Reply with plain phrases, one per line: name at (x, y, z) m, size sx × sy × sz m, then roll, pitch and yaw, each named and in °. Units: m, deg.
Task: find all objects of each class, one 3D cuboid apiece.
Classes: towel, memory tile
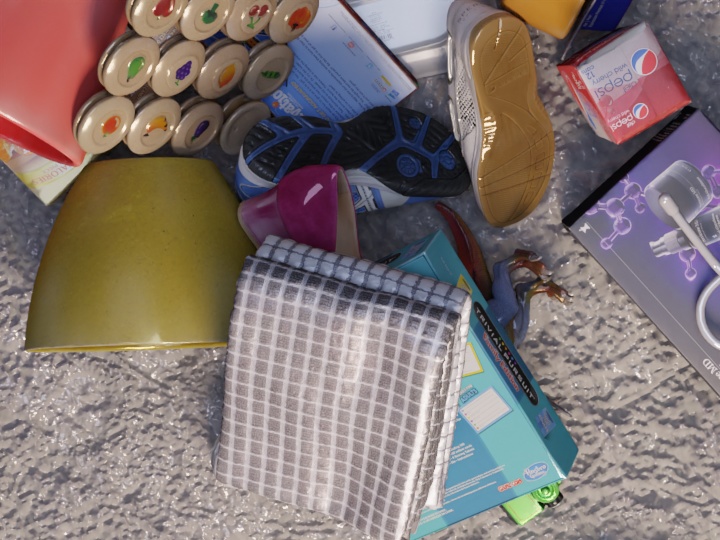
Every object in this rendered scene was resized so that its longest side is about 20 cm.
towel at (-0.016, 0.090, 1.473) m, size 0.165 × 0.086 × 0.201 m, roll 14°, pitch 118°, yaw 11°
memory tile at (-0.118, -0.149, 1.521) m, size 0.017 × 0.200 × 0.154 m, roll 42°, pitch 117°, yaw 28°

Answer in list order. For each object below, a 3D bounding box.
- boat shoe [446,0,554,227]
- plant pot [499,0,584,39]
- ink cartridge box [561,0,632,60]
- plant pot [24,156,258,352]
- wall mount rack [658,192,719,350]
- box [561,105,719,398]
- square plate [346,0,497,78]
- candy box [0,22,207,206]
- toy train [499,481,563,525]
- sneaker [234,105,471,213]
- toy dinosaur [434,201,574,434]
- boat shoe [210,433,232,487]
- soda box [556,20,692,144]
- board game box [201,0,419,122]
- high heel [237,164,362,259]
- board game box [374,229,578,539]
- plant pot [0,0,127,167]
boat shoe at (0.103, -0.126, 1.605) m, size 0.071 × 0.069 × 0.201 m, roll -24°, pitch 131°, yaw -18°
plant pot at (0.111, -0.302, 1.543) m, size 0.183 × 0.200 × 0.201 m, roll 24°, pitch 95°, yaw 0°
ink cartridge box at (0.207, -0.252, 1.551) m, size 0.037 × 0.095 × 0.200 m, roll 26°, pitch 61°, yaw 0°
plant pot at (-0.159, -0.012, 1.585) m, size 0.199 × 0.200 × 0.143 m, roll -2°, pitch 86°, yaw 1°
wall mount rack at (0.321, -0.033, 1.549) m, size 0.200 × 0.075 × 0.174 m, roll -43°, pitch 93°, yaw 1°
box at (0.277, -0.009, 1.628) m, size 0.141 × 0.079 × 0.200 m, roll -43°, pitch 93°, yaw 7°
square plate at (-0.001, -0.242, 1.636) m, size 0.199 × 0.028 × 0.199 m, roll -14°, pitch 94°, yaw 3°
candy box at (-0.215, -0.161, 1.634) m, size 0.200 × 0.055 × 0.115 m, roll -45°, pitch 93°, yaw 4°
toy train at (0.088, 0.120, 1.662) m, size 0.056 × 0.042 × 0.200 m, roll -39°, pitch 93°, yaw 15°
sneaker at (-0.008, -0.082, 1.624) m, size 0.199 × 0.077 × 0.076 m, roll 3°, pitch 64°, yaw -22°
toy dinosaur at (0.098, 0.078, 1.623) m, size 0.200 × 0.105 × 0.182 m, roll 32°, pitch 80°, yaw 26°
boat shoe at (-0.053, 0.091, 1.646) m, size 0.072 × 0.069 × 0.200 m, roll 44°, pitch 93°, yaw -1°
soda box at (0.196, -0.142, 1.554) m, size 0.063 × 0.200 × 0.070 m, roll -30°, pitch 93°, yaw 5°
board game box at (-0.056, -0.181, 1.600) m, size 0.103 × 0.019 × 0.200 m, roll -38°, pitch 118°, yaw 13°
high heel at (0.000, 0.000, 1.571) m, size 0.096 × 0.067 × 0.200 m, roll -21°, pitch 118°, yaw 35°
board game box at (0.046, 0.089, 1.532) m, size 0.151 × 0.047 × 0.200 m, roll -26°, pitch 103°, yaw 28°
plant pot at (-0.257, -0.199, 1.523) m, size 0.200 × 0.200 × 0.178 m, roll 27°, pitch 83°, yaw -1°
